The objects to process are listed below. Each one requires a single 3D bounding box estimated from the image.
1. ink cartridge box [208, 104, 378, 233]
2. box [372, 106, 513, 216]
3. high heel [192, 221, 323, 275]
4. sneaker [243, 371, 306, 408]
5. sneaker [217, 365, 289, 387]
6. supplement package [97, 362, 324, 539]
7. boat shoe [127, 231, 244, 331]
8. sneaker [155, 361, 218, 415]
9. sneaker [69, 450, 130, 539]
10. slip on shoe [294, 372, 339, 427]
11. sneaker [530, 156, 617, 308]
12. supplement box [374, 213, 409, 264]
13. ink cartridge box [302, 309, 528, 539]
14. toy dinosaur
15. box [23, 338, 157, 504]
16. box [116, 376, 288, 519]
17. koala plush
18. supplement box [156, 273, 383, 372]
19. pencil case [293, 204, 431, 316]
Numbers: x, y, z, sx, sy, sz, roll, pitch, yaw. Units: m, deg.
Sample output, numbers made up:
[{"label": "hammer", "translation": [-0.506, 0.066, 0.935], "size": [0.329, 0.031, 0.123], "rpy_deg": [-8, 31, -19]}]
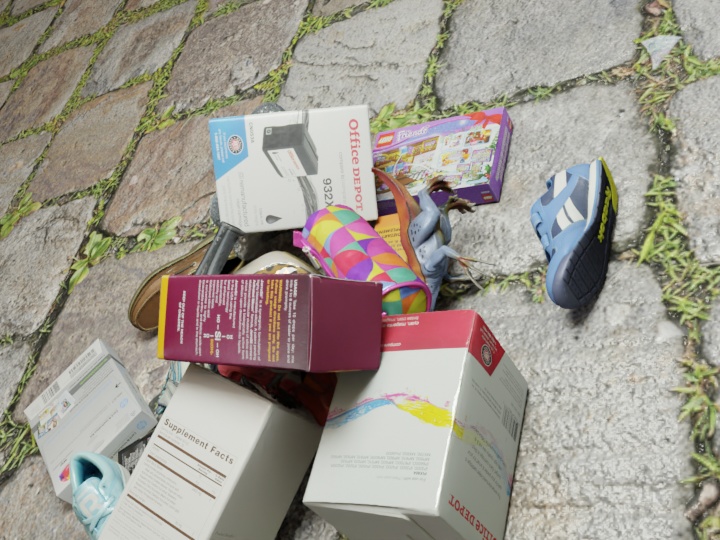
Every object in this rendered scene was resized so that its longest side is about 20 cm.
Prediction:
[{"label": "ink cartridge box", "translation": [-0.082, -0.129, 1.022], "size": [0.198, 0.146, 0.084], "rpy_deg": [-6, 10, -1]}, {"label": "box", "translation": [0.101, -0.144, 1.090], "size": [0.199, 0.039, 0.138], "rpy_deg": [-6, 52, 32]}, {"label": "high heel", "translation": [-0.124, 0.042, 1.007], "size": [0.143, 0.199, 0.071], "rpy_deg": [-62, 26, 2]}, {"label": "sneaker", "translation": [-0.123, 0.100, 1.024], "size": [0.199, 0.078, 0.082], "rpy_deg": [27, 65, 37]}, {"label": "sneaker", "translation": [-0.083, 0.084, 0.881], "size": [0.199, 0.074, 0.088], "rpy_deg": [-10, 76, 36]}, {"label": "supplement package", "translation": [-0.147, 0.217, 0.816], "size": [0.119, 0.121, 0.201], "rpy_deg": [20, 78, 31]}, {"label": "boat shoe", "translation": [-0.256, 0.022, 1.177], "size": [0.200, 0.072, 0.068], "rpy_deg": [-43, 41, -4]}, {"label": "sneaker", "translation": [-0.215, 0.140, 0.977], "size": [0.086, 0.078, 0.200], "rpy_deg": [-38, 33, 5]}, {"label": "sneaker", "translation": [-0.290, 0.279, 0.904], "size": [0.074, 0.082, 0.200], "rpy_deg": [-47, 42, -5]}, {"label": "slip on shoe", "translation": [-0.042, 0.141, 0.901], "size": [0.061, 0.074, 0.201], "rpy_deg": [-11, 57, -13]}, {"label": "sneaker", "translation": [0.229, -0.038, 0.888], "size": [0.082, 0.074, 0.201], "rpy_deg": [-5, 45, 35]}, {"label": "supplement box", "translation": [0.039, 0.026, 0.969], "size": [0.066, 0.069, 0.201], "rpy_deg": [-8, 52, 32]}, {"label": "ink cartridge box", "translation": [0.060, 0.164, 0.775], "size": [0.144, 0.145, 0.201], "rpy_deg": [-6, 51, 32]}, {"label": "toy dinosaur", "translation": [0.081, -0.008, 0.934], "size": [0.199, 0.105, 0.182], "rpy_deg": [14, 73, 31]}, {"label": "box", "translation": [-0.386, 0.207, 1.134], "size": [0.156, 0.041, 0.200], "rpy_deg": [-46, 41, -6]}, {"label": "box", "translation": [-0.194, 0.252, 0.953], "size": [0.198, 0.050, 0.201], "rpy_deg": [-32, 42, 7]}, {"label": "koala plush", "translation": [-0.133, -0.117, 1.147], "size": [0.200, 0.184, 0.177], "rpy_deg": [-47, 41, 6]}, {"label": "supplement box", "translation": [-0.089, 0.050, 0.776], "size": [0.199, 0.110, 0.086], "rpy_deg": [-1, 85, 37]}, {"label": "pencil case", "translation": [0.000, 0.000, 0.911], "size": [0.088, 0.088, 0.200], "rpy_deg": [-42, 41, -3]}]
